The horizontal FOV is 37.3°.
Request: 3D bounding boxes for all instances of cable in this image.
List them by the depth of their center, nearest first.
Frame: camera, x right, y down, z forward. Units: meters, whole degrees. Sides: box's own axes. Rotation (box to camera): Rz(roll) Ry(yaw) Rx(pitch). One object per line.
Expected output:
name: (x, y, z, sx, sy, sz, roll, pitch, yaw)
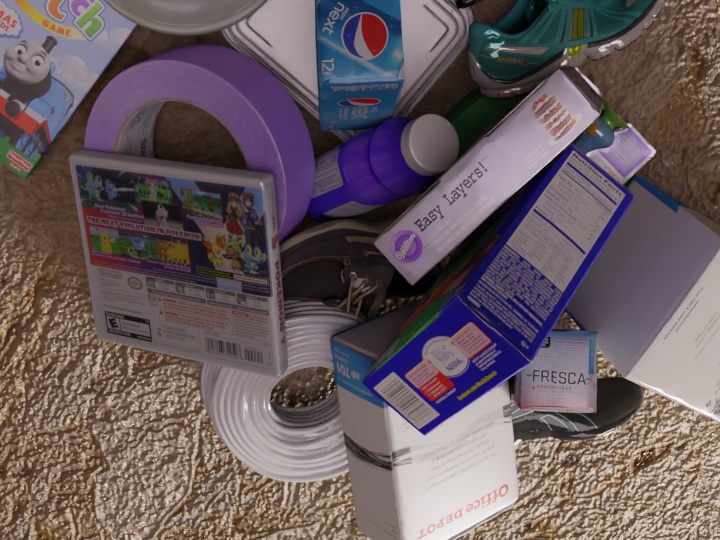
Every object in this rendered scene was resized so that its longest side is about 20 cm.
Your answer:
cable: (-0.055, 0.111, 1.027, 0.198, 0.069, 0.201, 22, 114, -24)

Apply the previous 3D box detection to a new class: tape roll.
tape roll: (-0.142, -0.093, 0.941, 0.198, 0.066, 0.202, 10, 117, 19)
tape roll: (0.158, -0.082, 1.014, 0.198, 0.048, 0.203, -1, 109, -3)

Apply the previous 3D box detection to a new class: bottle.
bottle: (0.015, -0.089, 0.921, 0.083, 0.200, 0.066, -18, 91, -26)

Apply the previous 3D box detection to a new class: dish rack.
dish rack: (-0.012, -0.220, 0.959, 0.199, 0.044, 0.172, 39, 103, -14)

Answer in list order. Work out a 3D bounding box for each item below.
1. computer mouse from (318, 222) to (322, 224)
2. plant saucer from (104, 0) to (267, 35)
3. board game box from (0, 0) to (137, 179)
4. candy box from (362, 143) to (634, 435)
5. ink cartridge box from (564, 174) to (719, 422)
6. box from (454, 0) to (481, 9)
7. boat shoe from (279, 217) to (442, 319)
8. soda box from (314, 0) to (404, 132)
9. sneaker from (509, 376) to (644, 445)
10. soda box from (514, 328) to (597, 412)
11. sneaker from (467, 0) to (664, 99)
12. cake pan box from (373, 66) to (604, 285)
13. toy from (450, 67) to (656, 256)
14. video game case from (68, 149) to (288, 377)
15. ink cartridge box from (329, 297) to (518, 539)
computer mouse: (-0.104, 0.025, 1.038, 0.198, 0.044, 0.111, -14, 114, -5)
plant saucer: (-0.149, -0.301, 0.890, 0.197, 0.050, 0.203, 0, 92, -2)
board game box: (-0.302, -0.206, 0.948, 0.151, 0.037, 0.200, 37, 102, -14)
candy box: (0.109, 0.015, 0.852, 0.077, 0.200, 0.169, 42, 143, -1)
ink cartridge box: (0.316, 0.037, 0.987, 0.199, 0.147, 0.145, 25, 107, -29)
box: (0.138, -0.354, 0.899, 0.198, 0.050, 0.200, -23, 94, 3)
boat shoe: (0.000, 0.000, 0.968, 0.198, 0.074, 0.075, -12, 147, -34)
soda box: (-0.004, -0.160, 0.847, 0.063, 0.200, 0.069, -3, 88, -3)
sneaker: (0.187, 0.129, 1.074, 0.198, 0.075, 0.080, -11, 107, 0)
soda box: (0.171, 0.090, 0.951, 0.063, 0.200, 0.069, 1, 85, 6)
sneaker: (0.183, -0.222, 0.932, 0.199, 0.077, 0.080, -30, 120, -11)
cake pan box: (0.106, -0.080, 0.855, 0.200, 0.184, 0.052, -43, 87, 16)
toy: (0.163, -0.072, 0.967, 0.115, 0.047, 0.200, 42, 101, -14)
video game case: (-0.158, -0.007, 0.932, 0.198, 0.023, 0.184, 10, 117, 24)
ink cartridge box: (0.062, 0.139, 0.980, 0.145, 0.086, 0.202, -20, 114, -32)
